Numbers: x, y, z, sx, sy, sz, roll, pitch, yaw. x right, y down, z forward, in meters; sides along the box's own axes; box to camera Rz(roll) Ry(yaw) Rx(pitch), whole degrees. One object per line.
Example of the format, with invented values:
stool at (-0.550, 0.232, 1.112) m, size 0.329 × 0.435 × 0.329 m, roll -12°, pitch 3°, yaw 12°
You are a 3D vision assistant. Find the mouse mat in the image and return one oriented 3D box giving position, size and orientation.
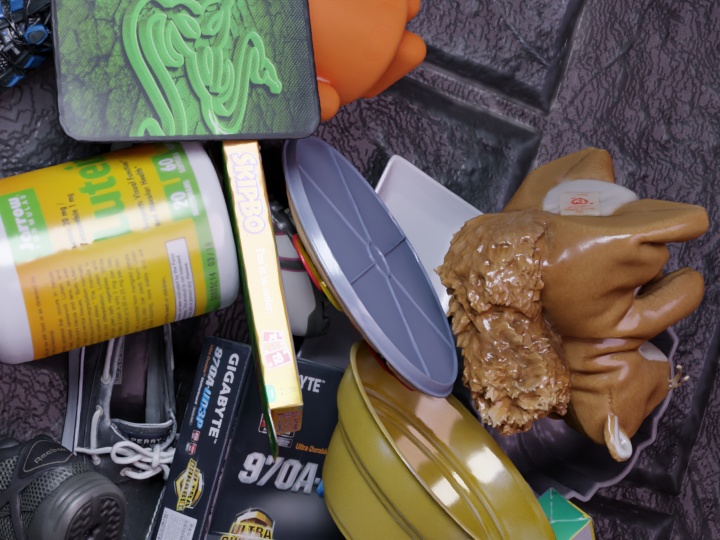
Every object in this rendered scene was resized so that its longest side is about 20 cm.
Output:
mouse mat at (-0.109, -0.173, 1.307) m, size 0.160 × 0.008 × 0.201 m, roll -2°, pitch 76°, yaw -16°

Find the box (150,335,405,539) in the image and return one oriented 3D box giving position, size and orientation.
box at (-0.047, 0.139, 1.452) m, size 0.200 × 0.046 × 0.160 m, roll 18°, pitch 87°, yaw -52°

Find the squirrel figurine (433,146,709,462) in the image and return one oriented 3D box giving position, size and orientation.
squirrel figurine at (0.140, 0.042, 1.495) m, size 0.199 × 0.141 × 0.187 m, roll -20°, pitch 121°, yaw -29°

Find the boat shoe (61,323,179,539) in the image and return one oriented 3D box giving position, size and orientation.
boat shoe at (-0.148, 0.108, 1.412) m, size 0.073 × 0.068 × 0.200 m, roll 0°, pitch 98°, yaw -36°

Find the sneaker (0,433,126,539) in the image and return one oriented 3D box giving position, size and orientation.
sneaker at (-0.212, 0.184, 1.383) m, size 0.076 × 0.114 × 0.200 m, roll -21°, pitch 138°, yaw -37°

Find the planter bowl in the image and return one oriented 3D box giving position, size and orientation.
planter bowl at (0.035, 0.147, 1.415) m, size 0.083 × 0.201 × 0.200 m, roll -42°, pitch 126°, yaw 14°

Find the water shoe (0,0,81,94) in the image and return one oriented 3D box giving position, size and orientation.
water shoe at (-0.206, -0.158, 1.317) m, size 0.200 × 0.079 × 0.072 m, roll -48°, pitch 122°, yaw -20°

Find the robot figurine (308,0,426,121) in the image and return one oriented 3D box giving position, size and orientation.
robot figurine at (-0.050, -0.177, 1.408) m, size 0.200 × 0.116 × 0.144 m, roll 18°, pitch 92°, yaw -38°

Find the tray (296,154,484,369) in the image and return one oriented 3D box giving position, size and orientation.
tray at (0.013, 0.027, 1.546) m, size 0.107 × 0.022 × 0.201 m, roll 33°, pitch 78°, yaw -36°

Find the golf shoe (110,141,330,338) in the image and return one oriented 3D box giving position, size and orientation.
golf shoe at (-0.090, -0.031, 1.440) m, size 0.088 × 0.077 × 0.200 m, roll -33°, pitch 110°, yaw -11°

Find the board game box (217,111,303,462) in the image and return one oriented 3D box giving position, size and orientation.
board game box at (-0.060, 0.012, 1.324) m, size 0.030 × 0.096 × 0.201 m, roll -7°, pitch 77°, yaw -4°

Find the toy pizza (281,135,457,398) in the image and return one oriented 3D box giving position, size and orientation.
toy pizza at (0.000, 0.000, 1.429) m, size 0.032 × 0.200 × 0.200 m, roll -31°, pitch 123°, yaw 15°

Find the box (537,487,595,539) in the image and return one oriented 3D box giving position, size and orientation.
box at (0.129, 0.260, 1.616) m, size 0.117 × 0.048 × 0.200 m, roll -40°, pitch 143°, yaw -18°

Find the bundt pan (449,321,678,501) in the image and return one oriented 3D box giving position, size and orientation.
bundt pan at (0.138, 0.068, 1.612) m, size 0.201 × 0.076 × 0.203 m, roll -7°, pitch 102°, yaw -36°

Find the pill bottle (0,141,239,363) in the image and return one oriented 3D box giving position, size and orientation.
pill bottle at (-0.183, -0.007, 1.320) m, size 0.199 × 0.111 × 0.111 m, roll -15°, pitch 108°, yaw -14°
